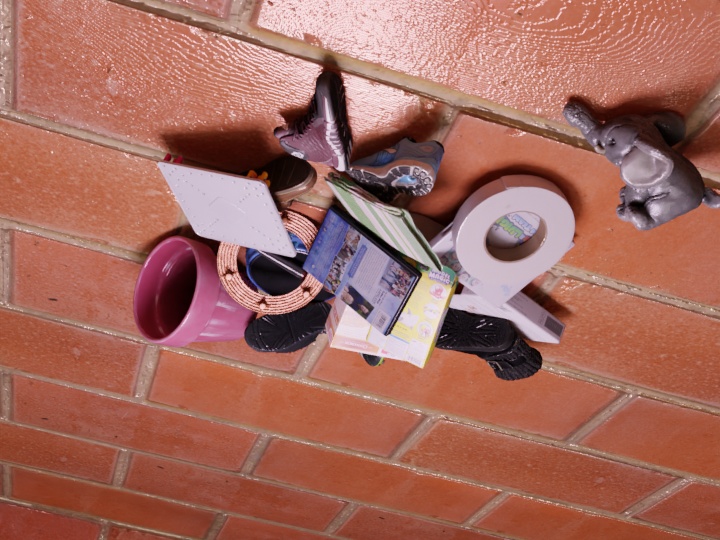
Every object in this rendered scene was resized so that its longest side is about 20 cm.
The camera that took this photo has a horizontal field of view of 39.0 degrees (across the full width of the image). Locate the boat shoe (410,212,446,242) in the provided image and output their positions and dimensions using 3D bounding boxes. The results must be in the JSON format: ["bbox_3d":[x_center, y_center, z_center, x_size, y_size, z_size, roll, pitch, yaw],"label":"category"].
[{"bbox_3d":[0.127,-0.039,1.754,0.200,0.070,0.072,16,139,-16],"label":"boat shoe"}]

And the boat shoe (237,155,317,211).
[{"bbox_3d":[-0.136,-0.137,1.673,0.200,0.072,0.068,-4,147,43],"label":"boat shoe"}]

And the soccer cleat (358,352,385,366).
[{"bbox_3d":[0.005,0.138,1.987,0.081,0.068,0.200,28,180,-15],"label":"soccer cleat"}]

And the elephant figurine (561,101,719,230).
[{"bbox_3d":[0.406,-0.166,1.462,0.155,0.142,0.200,-27,123,2],"label":"elephant figurine"}]

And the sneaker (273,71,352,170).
[{"bbox_3d":[-0.080,-0.221,1.528,0.115,0.076,0.200,6,148,10],"label":"sneaker"}]

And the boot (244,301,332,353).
[{"bbox_3d":[-0.149,0.124,1.980,0.198,0.074,0.162,-18,170,-26],"label":"boot"}]

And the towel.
[{"bbox_3d":[0.036,-0.080,1.627,0.200,0.023,0.153,30,164,44],"label":"towel"}]

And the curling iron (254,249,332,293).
[{"bbox_3d":[-0.100,-0.002,1.837,0.200,0.026,0.050,25,123,-15],"label":"curling iron"}]

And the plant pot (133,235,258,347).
[{"bbox_3d":[-0.296,0.054,1.902,0.200,0.201,0.179,-22,152,38],"label":"plant pot"}]

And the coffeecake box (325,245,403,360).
[{"bbox_3d":[0.042,0.054,1.827,0.153,0.073,0.200,12,121,-19],"label":"coffeecake box"}]

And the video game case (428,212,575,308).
[{"bbox_3d":[0.234,-0.040,1.711,0.200,0.024,0.182,34,115,-33],"label":"video game case"}]

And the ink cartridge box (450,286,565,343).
[{"bbox_3d":[0.261,0.073,1.923,0.200,0.044,0.173,34,162,-33],"label":"ink cartridge box"}]

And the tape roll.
[{"bbox_3d":[0.248,-0.065,1.654,0.202,0.037,0.203,-5,130,-6],"label":"tape roll"}]

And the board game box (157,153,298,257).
[{"bbox_3d":[-0.213,-0.107,1.674,0.199,0.026,0.200,13,150,22],"label":"board game box"}]

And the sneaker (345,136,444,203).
[{"bbox_3d":[0.059,-0.161,1.579,0.200,0.090,0.078,2,140,50],"label":"sneaker"}]

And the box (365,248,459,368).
[{"bbox_3d":[0.090,0.057,1.735,0.117,0.048,0.200,25,124,13],"label":"box"}]

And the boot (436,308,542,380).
[{"bbox_3d":[0.236,0.149,1.982,0.211,0.080,0.158,10,160,37],"label":"boot"}]

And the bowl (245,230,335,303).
[{"bbox_3d":[-0.118,-0.003,1.897,0.200,0.039,0.201,6,147,4],"label":"bowl"}]

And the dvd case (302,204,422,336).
[{"bbox_3d":[0.000,0.000,1.725,0.200,0.018,0.143,39,126,17],"label":"dvd case"}]

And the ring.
[{"bbox_3d":[-0.155,-0.013,1.801,0.200,0.019,0.201,-2,110,-4],"label":"ring"}]
